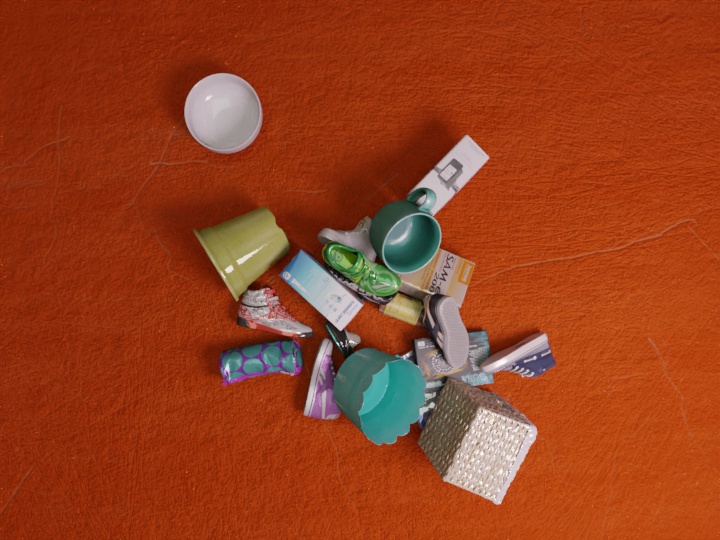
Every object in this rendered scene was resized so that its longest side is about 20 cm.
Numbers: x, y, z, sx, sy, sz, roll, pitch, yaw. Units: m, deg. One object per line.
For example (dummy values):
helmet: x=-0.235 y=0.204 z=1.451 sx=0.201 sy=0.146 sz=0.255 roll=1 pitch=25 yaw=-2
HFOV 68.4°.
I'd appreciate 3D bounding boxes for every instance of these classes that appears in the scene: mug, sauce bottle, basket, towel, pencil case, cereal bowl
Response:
mug: x=0.109 y=-0.096 z=1.240 sx=0.184 sy=0.115 sz=0.153 roll=-37 pitch=127 yaw=-2
sauce bottle: x=0.144 y=0.109 z=1.346 sx=0.198 sy=0.066 sz=0.067 roll=20 pitch=86 yaw=-1
basket: x=0.264 y=0.384 z=1.232 sx=0.160 sy=0.198 sz=0.202 roll=26 pitch=93 yaw=-17
towel: x=0.177 y=0.290 z=1.352 sx=0.145 sy=0.024 sz=0.202 roll=-25 pitch=86 yaw=-1
pencil case: x=-0.248 y=0.230 z=1.327 sx=0.197 sy=0.085 sz=0.093 roll=-9 pitch=58 yaw=0
cereal bowl: x=-0.347 y=-0.398 z=1.373 sx=0.197 sy=0.083 sz=0.203 roll=0 pitch=87 yaw=0

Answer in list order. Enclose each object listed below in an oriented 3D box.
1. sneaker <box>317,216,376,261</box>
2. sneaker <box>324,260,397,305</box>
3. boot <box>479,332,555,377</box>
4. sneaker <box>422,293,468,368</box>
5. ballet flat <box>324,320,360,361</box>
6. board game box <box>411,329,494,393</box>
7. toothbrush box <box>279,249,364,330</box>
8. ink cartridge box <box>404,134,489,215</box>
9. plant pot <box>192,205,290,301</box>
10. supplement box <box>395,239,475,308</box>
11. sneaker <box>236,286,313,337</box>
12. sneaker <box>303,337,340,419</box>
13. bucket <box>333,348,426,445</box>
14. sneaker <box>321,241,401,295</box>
sneaker: x=-0.020 y=-0.090 z=1.315 sx=0.073 sy=0.199 sz=0.117 roll=15 pitch=79 yaw=41
sneaker: x=-0.004 y=0.029 z=1.295 sx=0.198 sy=0.091 sz=0.067 roll=29 pitch=66 yaw=10
boot: x=0.397 y=0.234 z=1.318 sx=0.198 sy=0.073 sz=0.091 roll=-23 pitch=90 yaw=-14
sneaker: x=0.205 y=0.141 z=1.284 sx=0.078 sy=0.079 sz=0.202 roll=-30 pitch=117 yaw=-27
ballet flat: x=-0.023 y=0.207 z=1.343 sx=0.068 sy=0.068 sz=0.202 roll=-26 pitch=96 yaw=-11
board game box: x=0.233 y=0.229 z=1.331 sx=0.197 sy=0.028 sz=0.137 roll=-5 pitch=84 yaw=-13
toothbrush box: x=-0.090 y=0.048 z=1.308 sx=0.200 sy=0.146 sz=0.085 roll=43 pitch=90 yaw=4
ink cartridge box: x=0.210 y=-0.222 z=1.326 sx=0.083 sy=0.145 sz=0.200 roll=45 pitch=87 yaw=2
plant pot: x=-0.281 y=-0.059 z=1.310 sx=0.183 sy=0.200 sz=0.202 roll=-33 pitch=86 yaw=-14
supplement box: x=0.172 y=0.008 z=1.333 sx=0.198 sy=0.074 sz=0.127 roll=22 pitch=71 yaw=2
sneaker: x=-0.211 y=0.103 z=1.345 sx=0.199 sy=0.067 sz=0.109 roll=11 pitch=89 yaw=4
sneaker: x=-0.071 y=0.275 z=1.336 sx=0.113 sy=0.073 sz=0.203 roll=12 pitch=96 yaw=-3
bucket: x=0.043 y=0.289 z=1.259 sx=0.205 sy=0.134 sz=0.210 roll=-9 pitch=107 yaw=-34
sneaker: x=0.000 y=0.000 z=1.201 sx=0.198 sy=0.084 sz=0.075 roll=27 pitch=89 yaw=-2
